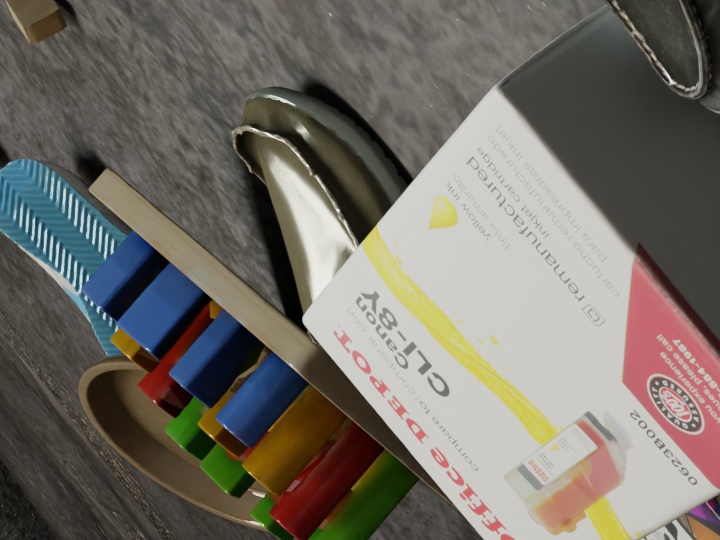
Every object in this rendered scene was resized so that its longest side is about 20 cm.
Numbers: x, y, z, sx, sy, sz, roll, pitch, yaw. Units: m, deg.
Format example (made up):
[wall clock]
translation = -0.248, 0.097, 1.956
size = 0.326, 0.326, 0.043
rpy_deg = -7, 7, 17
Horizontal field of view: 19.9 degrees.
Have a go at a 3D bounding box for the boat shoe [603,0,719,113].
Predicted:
[boat shoe]
translation = 0.058, -0.121, 0.581
size = 0.200, 0.071, 0.072
rpy_deg = 59, 162, -18

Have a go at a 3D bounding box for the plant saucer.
[plant saucer]
translation = -0.095, 0.112, 1.373
size = 0.200, 0.029, 0.200
rpy_deg = 20, 151, 12

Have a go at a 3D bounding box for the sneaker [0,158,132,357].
[sneaker]
translation = -0.170, 0.000, 1.417
size = 0.200, 0.077, 0.081
rpy_deg = 50, -174, -2

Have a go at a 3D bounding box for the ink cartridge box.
[ink cartridge box]
translation = 0.079, 0.016, 0.710
size = 0.145, 0.083, 0.200
rpy_deg = 50, 151, 5

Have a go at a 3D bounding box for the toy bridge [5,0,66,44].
[toy bridge]
translation = -0.225, -0.220, 1.174
size = 0.067, 0.027, 0.200
rpy_deg = 54, 171, 39

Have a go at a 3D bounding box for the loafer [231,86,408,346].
[loafer]
translation = 0.000, 0.000, 0.963
size = 0.200, 0.070, 0.075
rpy_deg = 51, 162, 8

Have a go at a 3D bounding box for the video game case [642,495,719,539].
[video game case]
translation = 0.158, 0.142, 0.884
size = 0.181, 0.036, 0.200
rpy_deg = 50, 162, 11

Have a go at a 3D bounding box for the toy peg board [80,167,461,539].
[toy peg board]
translation = -0.064, 0.070, 1.117
size = 0.200, 0.098, 0.199
rpy_deg = 38, 176, 40
